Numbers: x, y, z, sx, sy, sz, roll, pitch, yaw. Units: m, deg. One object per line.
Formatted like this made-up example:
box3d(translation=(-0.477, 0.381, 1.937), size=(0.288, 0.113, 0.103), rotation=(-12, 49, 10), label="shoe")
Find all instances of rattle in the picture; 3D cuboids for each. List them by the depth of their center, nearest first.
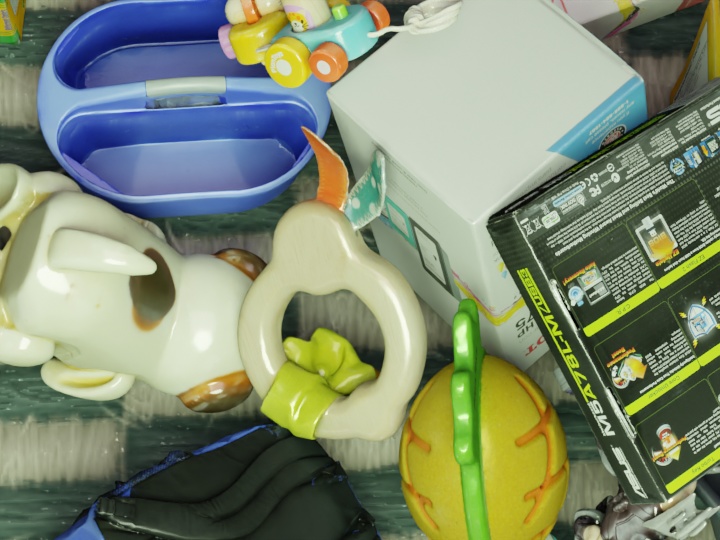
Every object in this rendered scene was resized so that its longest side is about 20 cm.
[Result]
box3d(translation=(0.000, 0.000, 1.267), size=(0.129, 0.142, 0.202), rotation=(5, 103, 37), label="rattle")

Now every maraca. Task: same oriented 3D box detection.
box3d(translation=(0.074, 0.108, 1.221), size=(0.106, 0.201, 0.138), rotation=(-6, 50, 7), label="maraca")

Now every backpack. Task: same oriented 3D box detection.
box3d(translation=(-0.096, 0.194, 1.255), size=(0.199, 0.168, 0.163), rotation=(-27, 85, -43), label="backpack")

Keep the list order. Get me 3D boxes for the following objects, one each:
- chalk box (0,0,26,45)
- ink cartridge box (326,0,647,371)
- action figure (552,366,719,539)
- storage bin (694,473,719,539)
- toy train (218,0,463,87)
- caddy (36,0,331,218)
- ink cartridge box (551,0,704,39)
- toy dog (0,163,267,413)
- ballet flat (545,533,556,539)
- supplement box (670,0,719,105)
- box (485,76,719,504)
box3d(translation=(-0.326, -0.241, 1.341), size=(0.198, 0.124, 0.126), rotation=(7, 77, -4), label="chalk box")
box3d(translation=(0.093, -0.062, 1.287), size=(0.146, 0.200, 0.146), rotation=(-40, 59, -12), label="ink cartridge box")
box3d(translation=(0.179, 0.117, 1.253), size=(0.069, 0.130, 0.202), rotation=(29, 43, -41), label="action figure")
box3d(translation=(0.324, 0.149, 1.303), size=(0.199, 0.135, 0.146), rotation=(-28, 45, -10), label="storage bin")
box3d(translation=(-0.019, -0.182, 1.261), size=(0.149, 0.200, 0.056), rotation=(-29, 114, -8), label="toy train")
box3d(translation=(-0.119, -0.112, 1.342), size=(0.198, 0.105, 0.143), rotation=(-4, 78, -6), label="caddy")
box3d(translation=(0.156, -0.226, 1.413), size=(0.198, 0.068, 0.117), rotation=(-22, 81, -10), label="ink cartridge box")
box3d(translation=(-0.148, 0.013, 1.282), size=(0.199, 0.193, 0.141), rotation=(23, 59, -34), label="toy dog")
box3d(translation=(0.085, 0.264, 1.275), size=(0.063, 0.067, 0.202), rotation=(5, 100, -33), label="ballet flat")
box3d(translation=(0.277, -0.070, 1.340), size=(0.108, 0.109, 0.202), rotation=(8, 57, -4), label="supplement box")
box3d(translation=(0.200, 0.007, 1.184), size=(0.199, 0.047, 0.194), rotation=(-32, 98, -23), label="box")
